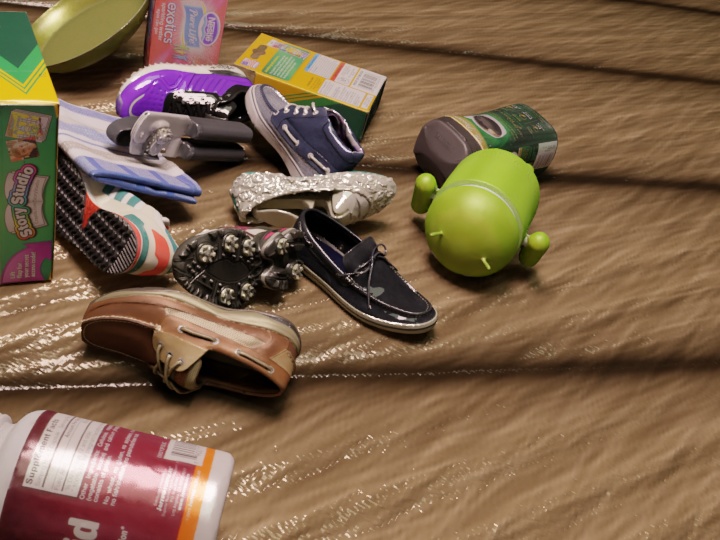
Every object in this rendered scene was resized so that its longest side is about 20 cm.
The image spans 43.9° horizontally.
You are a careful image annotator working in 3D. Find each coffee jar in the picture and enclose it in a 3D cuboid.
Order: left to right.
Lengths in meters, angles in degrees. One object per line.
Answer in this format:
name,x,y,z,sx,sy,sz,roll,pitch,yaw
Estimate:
coffee jar,0.172,-0.169,1.232,0.199,0.086,0.104,-15,51,-37

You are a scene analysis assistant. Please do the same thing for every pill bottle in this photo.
pill bottle,-0.198,0.165,0.636,0.198,0.115,0.115,14,37,-5

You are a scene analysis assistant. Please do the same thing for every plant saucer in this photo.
plant saucer,-0.360,-0.323,1.186,0.198,0.031,0.201,-15,44,15

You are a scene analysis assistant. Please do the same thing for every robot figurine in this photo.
robot figurine,0.147,-0.071,1.073,0.175,0.116,0.200,29,38,6

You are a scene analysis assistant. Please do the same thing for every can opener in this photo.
can opener,-0.204,-0.161,1.048,0.066,0.053,0.199,38,22,25

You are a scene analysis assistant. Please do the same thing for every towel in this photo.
towel,-0.280,-0.139,1.005,0.146,0.024,0.200,10,23,-47

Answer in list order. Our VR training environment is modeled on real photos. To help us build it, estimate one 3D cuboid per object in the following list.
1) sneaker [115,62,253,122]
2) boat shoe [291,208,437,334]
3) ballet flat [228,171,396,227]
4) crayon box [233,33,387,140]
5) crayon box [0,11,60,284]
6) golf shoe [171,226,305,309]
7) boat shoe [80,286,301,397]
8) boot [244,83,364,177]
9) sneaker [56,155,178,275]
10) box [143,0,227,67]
sneaker,-0.209,-0.213,1.146,0.199,0.070,0.100,-16,51,-36
boat shoe,0.000,0.000,0.970,0.199,0.063,0.074,35,39,20
ballet flat,-0.053,-0.074,1.043,0.198,0.072,0.072,-1,40,-11
crayon box,-0.073,-0.265,1.282,0.199,0.052,0.126,20,37,2
crayon box,-0.336,-0.119,0.866,0.058,0.201,0.173,-7,43,-28
golf shoe,-0.136,-0.008,0.898,0.087,0.078,0.200,11,7,25
boat shoe,-0.153,0.070,0.809,0.198,0.076,0.074,8,47,-4
boot,-0.067,-0.182,1.113,0.072,0.090,0.201,-6,55,-50
sneaker,-0.258,-0.052,0.940,0.199,0.071,0.093,38,14,37
box,-0.234,-0.350,1.198,0.094,0.201,0.103,3,39,-19
